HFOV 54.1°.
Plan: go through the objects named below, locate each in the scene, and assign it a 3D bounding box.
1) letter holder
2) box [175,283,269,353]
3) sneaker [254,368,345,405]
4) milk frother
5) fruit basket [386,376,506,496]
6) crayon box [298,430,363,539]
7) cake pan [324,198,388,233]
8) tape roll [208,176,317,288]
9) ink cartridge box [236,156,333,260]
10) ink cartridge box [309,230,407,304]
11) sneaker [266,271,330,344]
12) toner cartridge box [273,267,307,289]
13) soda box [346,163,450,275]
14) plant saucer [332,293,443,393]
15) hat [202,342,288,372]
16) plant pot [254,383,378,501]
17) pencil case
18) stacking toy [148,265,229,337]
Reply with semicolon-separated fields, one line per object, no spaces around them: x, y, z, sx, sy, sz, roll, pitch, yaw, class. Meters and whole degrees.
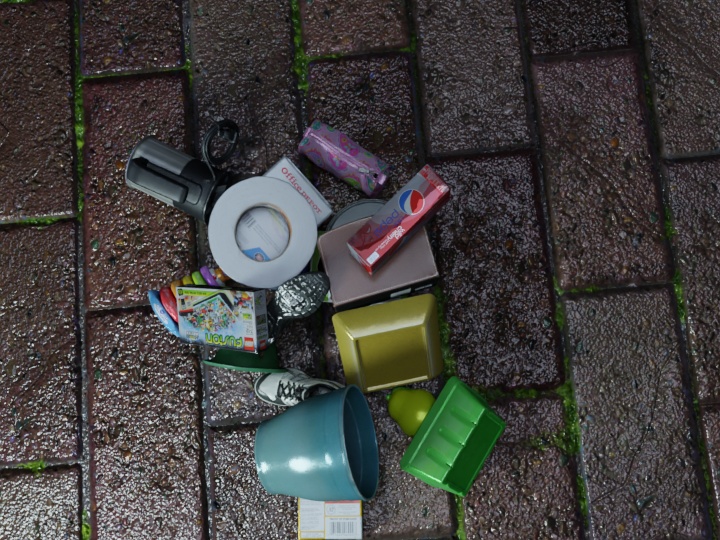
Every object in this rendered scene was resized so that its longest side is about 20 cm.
0.030;-0.020;1.303;0.197;0.101;0.144;-16;79;0;letter holder
-0.254;0.085;1.291;0.197;0.035;0.112;2;99;34;box
-0.115;0.235;1.387;0.196;0.088;0.077;6;83;4;sneaker
-0.353;-0.226;1.418;0.186;0.181;0.203;25;86;5;milk frother
0.147;0.302;1.362;0.213;0.155;0.218;-24;47;29;fruit basket
-0.057;0.414;1.375;0.123;0.052;0.204;-1;82;2;crayon box
0.021;-0.045;1.375;0.196;0.037;0.204;0;81;2;cake pan
-0.179;-0.068;1.296;0.196;0.066;0.204;0;90;-9;tape roll
-0.172;-0.099;1.373;0.200;0.085;0.145;-43;96;-7;ink cartridge box
0.000;0.000;1.427;0.196;0.076;0.151;3;81;4;ink cartridge box
-0.128;0.057;1.287;0.199;0.091;0.076;-35;97;28;sneaker
-0.148;-0.061;1.445;0.093;0.043;0.204;7;76;8;toner cartridge box
0.068;-0.087;1.229;0.200;0.070;0.063;-44;77;-6;soda box
0.059;0.154;1.341;0.196;0.049;0.202;-12;126;-1;plant saucer
-0.206;0.101;1.373;0.163;0.200;0.179;6;85;13;hat
-0.083;0.322;1.275;0.185;0.200;0.204;-12;80;15;plant pot
-0.030;-0.230;1.459;0.199;0.087;0.088;34;83;7;pencil case
-0.310;0.036;1.407;0.199;0.110;0.117;-37;82;-1;stacking toy
